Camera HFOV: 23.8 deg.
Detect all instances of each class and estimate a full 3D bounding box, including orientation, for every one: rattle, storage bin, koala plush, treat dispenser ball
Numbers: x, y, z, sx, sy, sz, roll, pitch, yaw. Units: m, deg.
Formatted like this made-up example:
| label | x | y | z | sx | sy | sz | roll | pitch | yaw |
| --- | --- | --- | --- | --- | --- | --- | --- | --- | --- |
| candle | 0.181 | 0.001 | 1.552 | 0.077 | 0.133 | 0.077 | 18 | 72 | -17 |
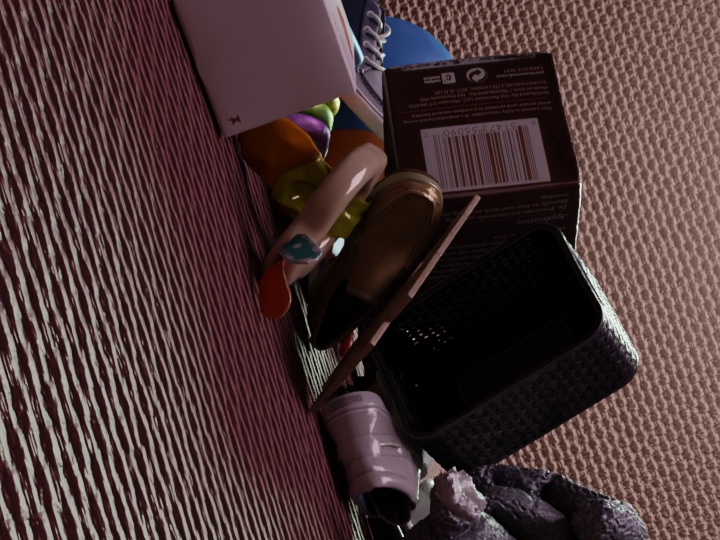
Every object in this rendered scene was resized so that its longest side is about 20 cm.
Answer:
| label | x | y | z | sx | sy | sz | roll | pitch | yaw |
| --- | --- | --- | --- | --- | --- | --- | --- | --- | --- |
| rattle | -0.071 | -0.057 | 1.371 | 0.143 | 0.130 | 0.200 | 50 | 42 | -5 |
| storage bin | 0.124 | 0.071 | 1.492 | 0.094 | 0.199 | 0.136 | 47 | 15 | -49 |
| koala plush | 0.096 | 0.240 | 1.392 | 0.183 | 0.178 | 0.199 | 29 | 14 | 34 |
| treat dispenser ball | 0.017 | -0.173 | 1.840 | 0.201 | 0.199 | 0.202 | -18 | 90 | -85 |

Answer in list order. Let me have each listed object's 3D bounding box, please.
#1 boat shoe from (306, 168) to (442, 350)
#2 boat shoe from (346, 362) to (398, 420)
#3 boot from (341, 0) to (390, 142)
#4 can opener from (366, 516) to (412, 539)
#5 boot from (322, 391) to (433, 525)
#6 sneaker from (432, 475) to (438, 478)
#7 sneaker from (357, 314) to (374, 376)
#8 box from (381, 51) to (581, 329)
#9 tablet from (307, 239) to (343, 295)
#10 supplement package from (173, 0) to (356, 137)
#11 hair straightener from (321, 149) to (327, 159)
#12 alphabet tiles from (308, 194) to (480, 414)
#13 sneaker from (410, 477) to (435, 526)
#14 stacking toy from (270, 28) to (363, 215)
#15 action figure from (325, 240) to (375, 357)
| label | x | y | z | sx | sy | sz | roll | pitch | yaw |
| --- | --- | --- | --- | --- | --- | --- | --- | --- | --- |
| boat shoe | 0.012 | -0.001 | 1.482 | 0.076 | 0.071 | 0.200 | -77 | -166 | -47 |
| boat shoe | 0.019 | 0.126 | 1.629 | 0.075 | 0.062 | 0.200 | 58 | 4 | 2 |
| boot | 0.000 | -0.221 | 1.710 | 0.200 | 0.090 | 0.073 | 51 | 6 | 16 |
| can opener | 0.060 | 0.294 | 1.526 | 0.201 | 0.078 | 0.063 | 63 | 9 | 9 |
| boot | 0.022 | 0.180 | 1.490 | 0.200 | 0.073 | 0.096 | 43 | 29 | -61 |
| sneaker | 0.103 | 0.315 | 1.779 | 0.201 | 0.075 | 0.116 | -90 | 169 | -55 |
| sneaker | 0.031 | 0.066 | 1.744 | 0.201 | 0.074 | 0.107 | 79 | 6 | -53 |
| box | 0.109 | -0.072 | 1.601 | 0.201 | 0.165 | 0.165 | 88 | -5 | -52 |
| tablet | -0.027 | -0.009 | 1.699 | 0.200 | 0.014 | 0.131 | 57 | 35 | -73 |
| supplement package | -0.076 | -0.209 | 1.448 | 0.200 | 0.119 | 0.122 | -92 | 164 | -70 |
| hair straightener | -0.066 | -0.156 | 1.680 | 0.041 | 0.077 | 0.201 | 23 | 42 | -28 |
| alphabet tiles | 0.022 | 0.036 | 1.429 | 0.008 | 0.167 | 0.200 | 39 | 39 | -1 |
| sneaker | 0.065 | 0.237 | 1.685 | 0.200 | 0.070 | 0.074 | -55 | 126 | -86 |
| stacking toy | -0.063 | -0.142 | 1.591 | 0.110 | 0.115 | 0.201 | 54 | 32 | -58 |
| action figure | 0.000 | 0.000 | 1.622 | 0.099 | 0.065 | 0.201 | -89 | 175 | -65 |
